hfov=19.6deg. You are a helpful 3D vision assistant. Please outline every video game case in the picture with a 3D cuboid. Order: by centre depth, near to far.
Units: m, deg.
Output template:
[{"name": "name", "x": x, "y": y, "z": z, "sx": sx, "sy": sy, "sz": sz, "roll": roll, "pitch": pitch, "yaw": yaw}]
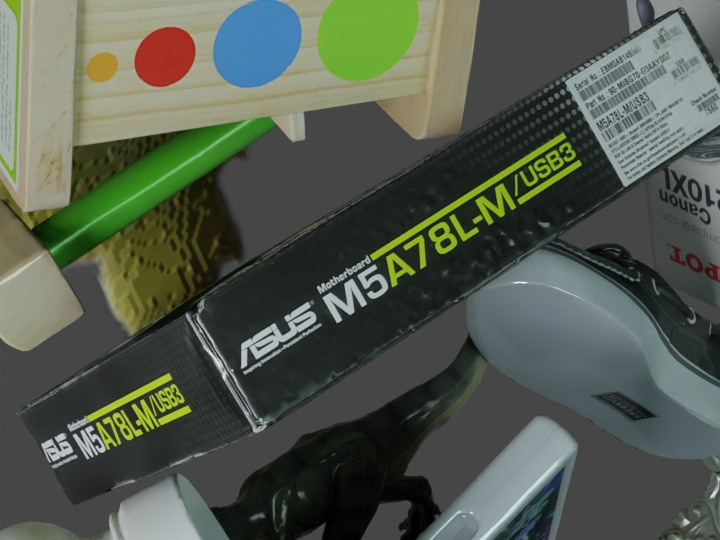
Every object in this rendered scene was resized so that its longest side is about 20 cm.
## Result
[{"name": "video game case", "x": 0.009, "y": 0.156, "z": 0.803, "sx": 0.182, "sy": 0.023, "sz": 0.200, "roll": -43, "pitch": 161, "yaw": -18}]

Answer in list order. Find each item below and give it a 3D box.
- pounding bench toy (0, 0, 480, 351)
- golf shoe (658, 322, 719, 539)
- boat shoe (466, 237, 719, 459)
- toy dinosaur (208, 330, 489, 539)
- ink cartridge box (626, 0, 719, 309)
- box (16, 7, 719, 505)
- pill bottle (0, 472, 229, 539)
[{"name": "pounding bench toy", "x": -0.047, "y": -0.081, "z": 0.630, "sx": 0.155, "sy": 0.124, "sz": 0.201, "roll": -10, "pitch": 126, "yaw": -26}, {"name": "golf shoe", "x": 0.189, "y": 0.120, "z": 0.973, "sx": 0.097, "sy": 0.078, "sz": 0.201, "roll": -1, "pitch": 110, "yaw": -46}, {"name": "boat shoe", "x": 0.102, "y": 0.023, "z": 0.858, "sx": 0.200, "sy": 0.068, "sz": 0.057, "roll": 37, "pitch": 52, "yaw": -52}, {"name": "toy dinosaur", "x": -0.001, "y": 0.089, "z": 0.819, "sx": 0.200, "sy": 0.047, "sz": 0.089, "roll": -35, "pitch": 121, "yaw": -28}, {"name": "ink cartridge box", "x": 0.186, "y": -0.072, "z": 0.837, "sx": 0.084, "sy": 0.144, "sz": 0.201, "roll": -27, "pitch": 123, "yaw": -27}, {"name": "box", "x": 0.000, "y": 0.000, "z": 0.688, "sx": 0.199, "sy": 0.193, "sz": 0.048, "roll": -32, "pitch": 94, "yaw": -25}, {"name": "pill bottle", "x": -0.121, "y": 0.152, "z": 0.658, "sx": 0.199, "sy": 0.112, "sz": 0.113, "roll": -31, "pitch": 128, "yaw": -2}]
